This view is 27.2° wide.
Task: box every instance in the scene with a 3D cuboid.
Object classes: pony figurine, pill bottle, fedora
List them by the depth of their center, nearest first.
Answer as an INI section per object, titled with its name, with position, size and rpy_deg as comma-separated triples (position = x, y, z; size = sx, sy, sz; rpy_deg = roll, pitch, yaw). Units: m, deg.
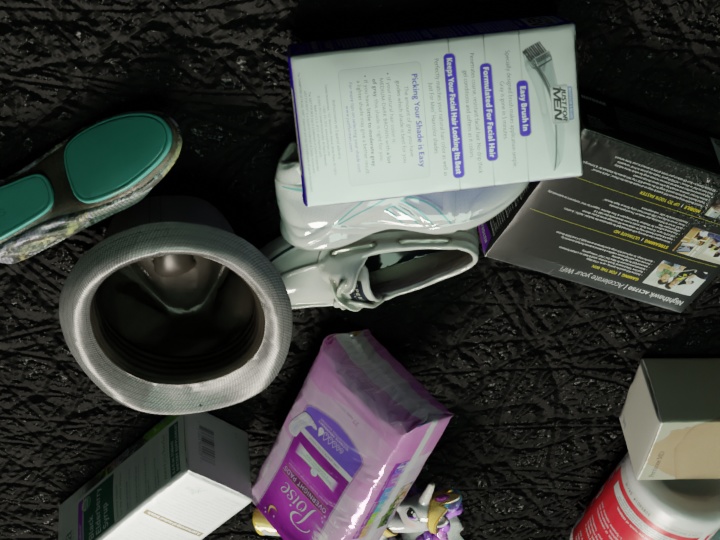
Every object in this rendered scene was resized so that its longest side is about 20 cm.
[fedora]
position = -0.144, 0.015, 1.166
size = 0.176, 0.091, 0.200
rpy_deg = -14, 136, 5
[pony figurine]
position = 0.020, 0.271, 1.432
size = 0.199, 0.167, 0.193
rpy_deg = -6, 129, 20
[pill bottle]
position = 0.276, 0.258, 1.468
size = 0.112, 0.113, 0.200
rpy_deg = 9, 133, -18

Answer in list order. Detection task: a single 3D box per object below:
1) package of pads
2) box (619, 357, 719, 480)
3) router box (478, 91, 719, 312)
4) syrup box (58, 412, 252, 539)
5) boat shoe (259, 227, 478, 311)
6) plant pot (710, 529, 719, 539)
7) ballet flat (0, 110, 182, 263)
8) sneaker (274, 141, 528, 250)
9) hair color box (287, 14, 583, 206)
[package of pads]
position = -0.013, 0.160, 1.297
size = 0.076, 0.121, 0.200
rpy_deg = -12, 139, -46
[box]
position = 0.351, 0.137, 1.378
size = 0.199, 0.078, 0.095
rpy_deg = -1, 137, -8
[router box]
position = 0.214, -0.050, 1.181
size = 0.199, 0.051, 0.149
rpy_deg = 16, 133, -23
[syrup box]
position = -0.193, 0.216, 1.375
size = 0.081, 0.079, 0.200
rpy_deg = 30, 125, -34
[boat shoe]
position = 0.000, 0.000, 1.191
size = 0.199, 0.066, 0.072
rpy_deg = -15, 136, 6
[plant pot]
position = 0.428, 0.256, 1.438
size = 0.199, 0.201, 0.135
rpy_deg = -6, 128, -2
[ballet flat]
position = -0.210, -0.061, 1.107
size = 0.200, 0.072, 0.072
rpy_deg = -24, 134, 16
[sneaker]
position = 0.031, -0.071, 1.121
size = 0.199, 0.071, 0.080
rpy_deg = -11, 130, 1
[hair color box]
position = 0.052, -0.114, 1.052
size = 0.199, 0.065, 0.110
rpy_deg = -6, 107, -1
